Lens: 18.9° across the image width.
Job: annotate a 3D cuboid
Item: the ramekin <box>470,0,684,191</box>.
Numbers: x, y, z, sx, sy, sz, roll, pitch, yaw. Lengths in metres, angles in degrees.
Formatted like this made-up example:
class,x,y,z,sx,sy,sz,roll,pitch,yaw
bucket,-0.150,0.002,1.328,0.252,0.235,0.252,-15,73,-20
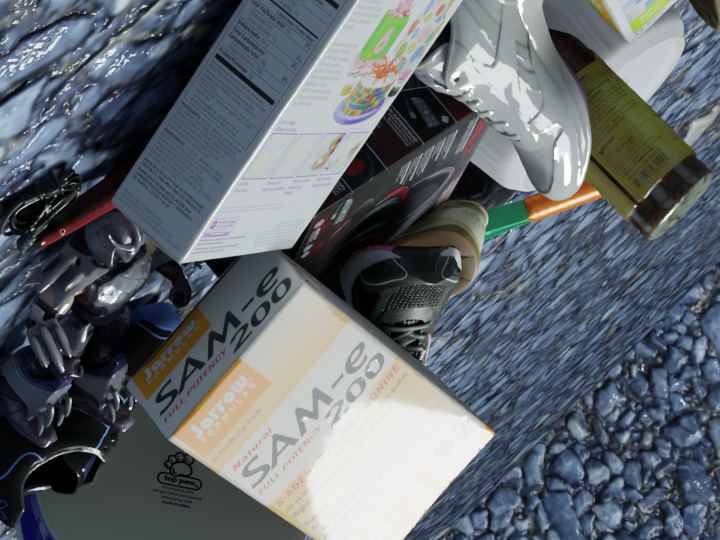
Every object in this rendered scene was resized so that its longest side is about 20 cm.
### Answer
class,x,y,z,sx,sy,sz,roll,pitch,yaw
ramekin,0.143,-0.143,1.543,0.202,0.094,0.202,-39,167,-10

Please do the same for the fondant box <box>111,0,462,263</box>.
class,x,y,z,sx,sy,sz,roll,pitch,yaw
fondant box,-0.034,-0.102,1.190,0.200,0.058,0.144,-54,164,17

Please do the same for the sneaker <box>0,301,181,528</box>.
class,x,y,z,sx,sy,sz,roll,pitch,yaw
sneaker,-0.179,0.094,1.404,0.200,0.078,0.070,-33,165,-35

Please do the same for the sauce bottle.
class,x,y,z,sx,sy,sz,roll,pitch,yaw
sauce bottle,0.142,-0.110,1.409,0.065,0.200,0.065,-40,169,-10

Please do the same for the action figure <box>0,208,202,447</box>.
class,x,y,z,sx,sy,sz,roll,pitch,yaw
action figure,-0.156,0.028,1.286,0.130,0.069,0.200,-26,157,-35

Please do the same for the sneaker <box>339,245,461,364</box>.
class,x,y,z,sx,sy,sz,roll,pitch,yaw
sneaker,0.022,0.051,1.439,0.080,0.087,0.200,-3,155,-14

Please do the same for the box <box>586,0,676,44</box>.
class,x,y,z,sx,sy,sz,roll,pitch,yaw
box,0.157,-0.226,1.299,0.112,0.101,0.200,-43,167,5

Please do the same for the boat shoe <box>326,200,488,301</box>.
class,x,y,z,sx,sy,sz,roll,pitch,yaw
boat shoe,0.000,0.000,1.534,0.199,0.074,0.063,-12,-152,25

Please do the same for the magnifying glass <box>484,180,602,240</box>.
class,x,y,z,sx,sy,sz,roll,pitch,yaw
magnifying glass,0.101,-0.038,1.583,0.199,0.023,0.080,-18,173,-1

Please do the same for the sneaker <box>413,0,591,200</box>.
class,x,y,z,sx,sy,sz,roll,pitch,yaw
sneaker,0.077,-0.123,1.322,0.099,0.201,0.075,-31,-151,-14

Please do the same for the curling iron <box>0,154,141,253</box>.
class,x,y,z,sx,sy,sz,roll,pitch,yaw
curling iron,-0.122,-0.055,1.203,0.200,0.026,0.050,-28,164,-47

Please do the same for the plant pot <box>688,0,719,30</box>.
class,x,y,z,sx,sy,sz,roll,pitch,yaw
plant pot,0.289,-0.252,1.451,0.173,0.201,0.200,-29,167,1

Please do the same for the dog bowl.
class,x,y,z,sx,sy,sz,roll,pitch,yaw
dog bowl,-0.132,0.157,1.473,0.200,0.200,0.079,-34,163,-32

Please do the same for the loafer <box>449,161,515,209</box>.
class,x,y,z,sx,sy,sz,roll,pitch,yaw
loafer,0.069,-0.051,1.669,0.200,0.068,0.071,-24,142,-62

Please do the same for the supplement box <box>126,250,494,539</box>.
class,x,y,z,sx,sy,sz,roll,pitch,yaw
supplement box,-0.028,0.087,1.335,0.126,0.074,0.200,-49,128,3

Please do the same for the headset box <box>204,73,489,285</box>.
class,x,y,z,sx,sy,sz,roll,pitch,yaw
headset box,0.001,-0.071,1.405,0.200,0.075,0.149,-34,165,-31
